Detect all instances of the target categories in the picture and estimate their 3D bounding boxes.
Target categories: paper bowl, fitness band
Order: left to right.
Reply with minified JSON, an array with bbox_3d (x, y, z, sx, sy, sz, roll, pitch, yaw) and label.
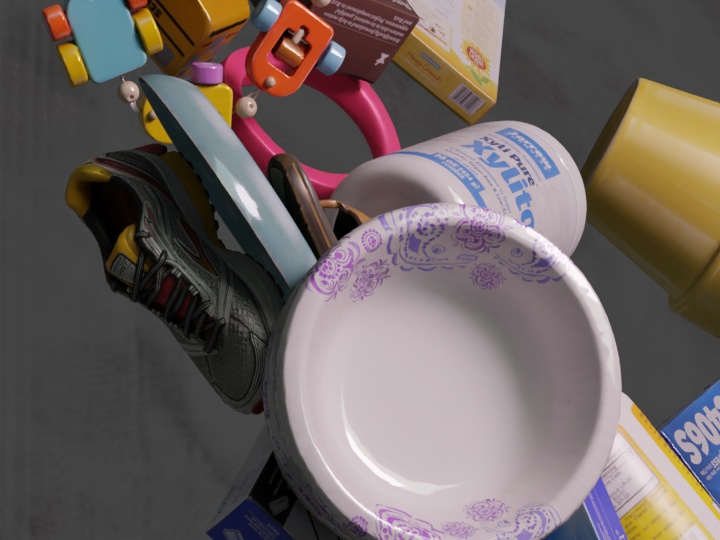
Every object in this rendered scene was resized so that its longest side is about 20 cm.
[{"bbox_3d":[-0.037,-0.107,1.337,0.144,0.037,0.199,53,30,13],"label":"fitness band"},{"bbox_3d":[0.042,0.069,1.025,0.198,0.104,0.203,3,78,-12],"label":"paper bowl"}]

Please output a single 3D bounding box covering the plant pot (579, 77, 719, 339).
[{"bbox_3d":[0.295,-0.069,1.567,0.188,0.202,0.201,29,32,-1],"label":"plant pot"}]

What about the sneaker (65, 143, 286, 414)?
[{"bbox_3d":[-0.114,0.009,1.080,0.082,0.078,0.200,-7,51,-49],"label":"sneaker"}]

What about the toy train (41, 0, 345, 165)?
[{"bbox_3d":[-0.118,-0.161,1.211,0.199,0.151,0.056,28,3,-22],"label":"toy train"}]

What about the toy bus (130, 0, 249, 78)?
[{"bbox_3d":[-0.166,-0.240,1.278,0.200,0.078,0.065,50,32,3],"label":"toy bus"}]

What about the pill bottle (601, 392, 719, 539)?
[{"bbox_3d":[0.167,0.154,1.220,0.200,0.113,0.113,50,31,5],"label":"pill bottle"}]

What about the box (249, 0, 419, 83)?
[{"bbox_3d":[-0.046,-0.244,1.406,0.100,0.075,0.201,13,36,-43],"label":"box"}]

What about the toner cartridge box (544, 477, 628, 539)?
[{"bbox_3d":[0.111,0.165,1.113,0.043,0.094,0.202,-11,76,-62],"label":"toner cartridge box"}]

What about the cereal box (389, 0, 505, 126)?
[{"bbox_3d":[0.065,-0.233,1.596,0.143,0.039,0.201,37,32,-18],"label":"cereal box"}]

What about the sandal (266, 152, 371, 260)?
[{"bbox_3d":[0.000,0.000,1.173,0.201,0.054,0.082,56,-13,-20],"label":"sandal"}]

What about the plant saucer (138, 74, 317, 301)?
[{"bbox_3d":[-0.073,-0.043,1.112,0.201,0.027,0.200,55,-7,10],"label":"plant saucer"}]

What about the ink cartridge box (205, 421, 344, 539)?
[{"bbox_3d":[-0.018,0.123,1.090,0.094,0.044,0.200,44,31,-9],"label":"ink cartridge box"}]

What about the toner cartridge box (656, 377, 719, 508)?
[{"bbox_3d":[0.290,0.148,1.431,0.095,0.043,0.200,53,31,7],"label":"toner cartridge box"}]

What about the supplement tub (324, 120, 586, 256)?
[{"bbox_3d":[0.070,-0.033,1.290,0.132,0.132,0.200,52,32,8],"label":"supplement tub"}]
